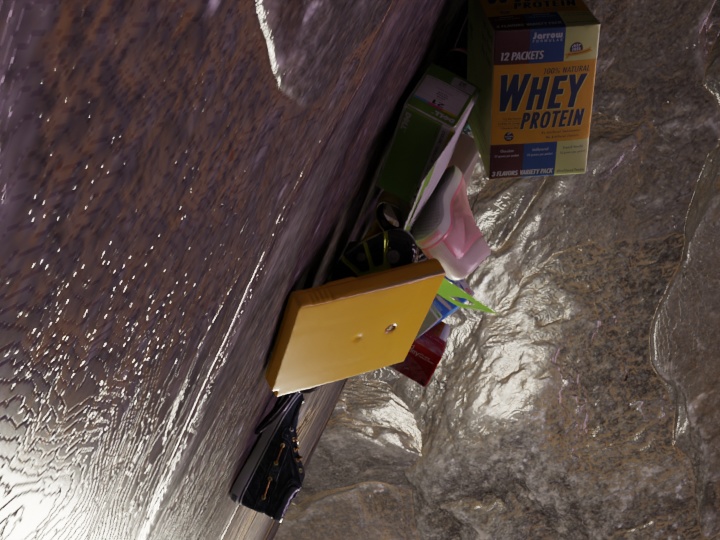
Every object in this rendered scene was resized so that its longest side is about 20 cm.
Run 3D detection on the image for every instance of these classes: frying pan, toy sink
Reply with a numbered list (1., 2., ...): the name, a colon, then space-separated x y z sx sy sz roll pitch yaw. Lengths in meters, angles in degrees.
1. frying pan: -0.075 0.157 1.351 0.191 0.031 0.115 -50 156 6
2. toy sink: 0.114 -0.142 1.592 0.131 0.111 0.201 -58 171 -20

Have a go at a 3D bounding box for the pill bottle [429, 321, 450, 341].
1. pill bottle: 0.050 0.103 1.660 0.114 0.198 0.112 -62 176 -7

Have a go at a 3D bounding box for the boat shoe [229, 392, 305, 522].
1. boat shoe: -0.113 0.277 1.427 0.202 0.090 0.071 -62 176 -27

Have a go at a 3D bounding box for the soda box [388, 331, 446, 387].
1. soda box: 0.039 0.105 1.539 0.064 0.198 0.070 -62 177 21

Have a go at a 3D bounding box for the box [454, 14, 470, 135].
1. box: 0.180 -0.332 1.447 0.201 0.036 0.146 110 -16 -49

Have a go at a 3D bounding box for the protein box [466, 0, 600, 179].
1. protein box: 0.222 -0.261 1.258 0.200 0.132 0.203 -96 -177 -56

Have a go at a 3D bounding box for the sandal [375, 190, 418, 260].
1. sandal: 0.049 -0.079 1.369 0.202 0.053 0.081 -98 -176 -52

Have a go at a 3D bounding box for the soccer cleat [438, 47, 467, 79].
1. soccer cleat: 0.119 -0.238 1.422 0.073 0.067 0.203 -63 175 -69

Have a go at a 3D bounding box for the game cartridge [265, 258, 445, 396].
1. game cartridge: -0.010 0.068 1.115 0.197 0.033 0.178 -11 143 -29

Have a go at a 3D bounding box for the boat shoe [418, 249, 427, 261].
1. boat shoe: 0.101 -0.023 1.499 0.072 0.071 0.199 -42 164 30

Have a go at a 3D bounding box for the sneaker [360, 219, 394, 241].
1. sneaker: 0.000 0.000 1.471 0.078 0.072 0.202 77 29 -47

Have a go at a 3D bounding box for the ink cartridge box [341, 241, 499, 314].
1. ink cartridge box: 0.072 0.038 1.304 0.077 0.198 0.148 -62 -163 -7

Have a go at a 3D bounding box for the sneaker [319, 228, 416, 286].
1. sneaker: -0.012 0.015 1.161 0.199 0.075 0.077 -41 -167 18

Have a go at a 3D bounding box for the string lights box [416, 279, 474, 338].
1. string lights box: 0.112 0.037 1.575 0.059 0.103 0.199 -42 173 26

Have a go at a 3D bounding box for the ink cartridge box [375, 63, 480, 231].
1. ink cartridge box: 0.067 -0.141 1.194 0.201 0.075 0.149 -58 173 -40

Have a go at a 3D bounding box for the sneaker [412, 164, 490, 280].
1. sneaker: 0.127 -0.059 1.291 0.075 0.105 0.201 -34 -159 27
